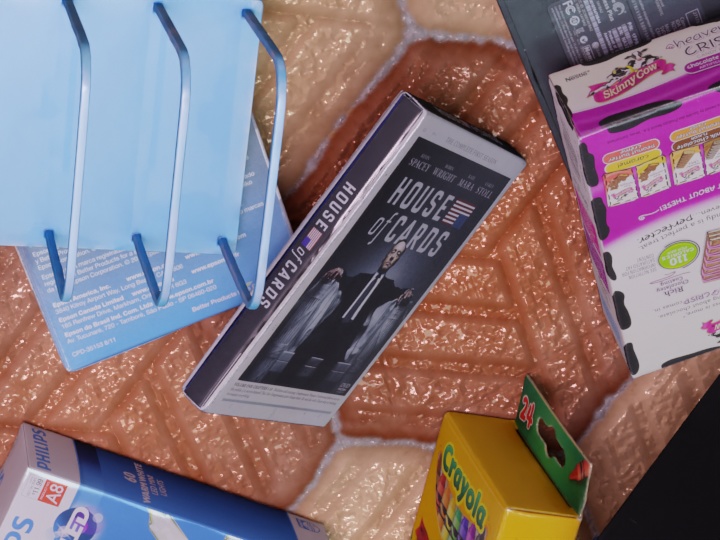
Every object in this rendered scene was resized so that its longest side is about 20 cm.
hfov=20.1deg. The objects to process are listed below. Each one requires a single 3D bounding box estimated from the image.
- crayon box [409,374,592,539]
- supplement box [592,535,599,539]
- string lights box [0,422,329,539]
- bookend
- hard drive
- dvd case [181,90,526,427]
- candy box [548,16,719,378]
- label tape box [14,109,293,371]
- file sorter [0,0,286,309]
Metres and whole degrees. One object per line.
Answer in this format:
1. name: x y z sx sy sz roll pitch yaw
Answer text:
1. crayon box: 0.072 0.173 1.208 0.051 0.127 0.201 9 109 -18
2. supplement box: 0.251 0.212 1.261 0.199 0.109 0.110 -13 143 -8
3. string lights box: -0.125 0.174 1.192 0.199 0.059 0.103 21 107 -21
4. bookend: 0.250 0.169 1.166 0.198 0.200 0.092 34 146 13
5. hard drive: 0.185 -0.149 1.135 0.199 0.033 0.140 -23 116 6
6. dvd case: 0.000 0.000 1.123 0.200 0.025 0.150 -52 156 10
7. candy box: 0.193 -0.043 1.146 0.136 0.061 0.200 -18 134 0
8. label tape box: -0.128 -0.065 1.091 0.143 0.066 0.201 -21 113 -6
9. file sorter: -0.143 -0.059 0.987 0.199 0.123 0.139 2 111 -15
